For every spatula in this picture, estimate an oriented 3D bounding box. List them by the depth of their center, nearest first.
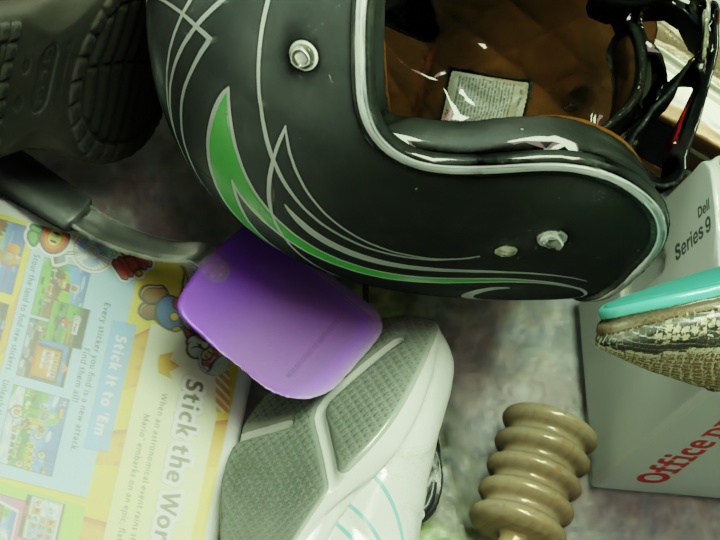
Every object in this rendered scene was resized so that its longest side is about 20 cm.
[{"bbox_3d":[-0.087,-0.015,1.042,0.200,0.021,0.057,28,51,16],"label":"spatula"}]

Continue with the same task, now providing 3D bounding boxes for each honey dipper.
[{"bbox_3d":[0.038,0.142,1.041,0.038,0.038,0.200,24,66,-6],"label":"honey dipper"}]

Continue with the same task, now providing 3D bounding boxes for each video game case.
[{"bbox_3d":[-0.136,0.068,1.023,0.182,0.023,0.200,16,63,-10],"label":"video game case"}]

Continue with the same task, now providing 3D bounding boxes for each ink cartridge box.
[{"bbox_3d":[0.196,0.030,1.075,0.200,0.146,0.084,5,67,-15],"label":"ink cartridge box"}]

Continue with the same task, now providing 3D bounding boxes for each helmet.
[{"bbox_3d":[0.020,-0.086,0.999,0.190,0.200,0.200,20,63,-10],"label":"helmet"}]

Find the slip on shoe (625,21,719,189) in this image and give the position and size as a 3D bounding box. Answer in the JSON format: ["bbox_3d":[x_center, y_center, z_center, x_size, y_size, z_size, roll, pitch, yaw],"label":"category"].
[{"bbox_3d":[0.141,-0.061,1.140,0.200,0.076,0.061,29,68,5],"label":"slip on shoe"}]

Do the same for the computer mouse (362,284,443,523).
[{"bbox_3d":[0.000,0.000,1.095,0.059,0.034,0.200,0,74,-18],"label":"computer mouse"}]

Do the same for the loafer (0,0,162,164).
[{"bbox_3d":[-0.125,-0.080,1.010,0.071,0.200,0.073,23,103,21],"label":"loafer"}]

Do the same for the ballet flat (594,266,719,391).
[{"bbox_3d":[0.172,0.008,0.964,0.200,0.068,0.075,-26,98,-25],"label":"ballet flat"}]

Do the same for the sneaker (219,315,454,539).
[{"bbox_3d":[-0.012,0.108,1.019,0.080,0.070,0.200,45,58,-36],"label":"sneaker"}]
